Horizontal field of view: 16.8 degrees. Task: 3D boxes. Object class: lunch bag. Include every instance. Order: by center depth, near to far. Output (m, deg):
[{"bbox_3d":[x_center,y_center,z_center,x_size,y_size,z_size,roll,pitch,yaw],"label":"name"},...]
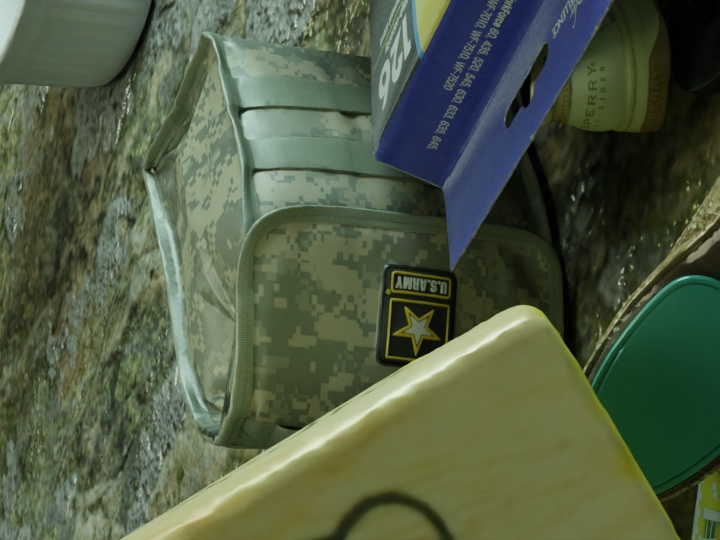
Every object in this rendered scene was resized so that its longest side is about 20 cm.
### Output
[{"bbox_3d":[0.000,0.000,1.114,0.118,0.164,0.200,120,146,-43],"label":"lunch bag"}]

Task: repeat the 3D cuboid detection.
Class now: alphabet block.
[{"bbox_3d":[0.007,0.151,0.892,0.196,0.200,0.196,59,164,0],"label":"alphabet block"}]

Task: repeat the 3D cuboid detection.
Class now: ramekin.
[{"bbox_3d":[-0.214,-0.222,1.711,0.200,0.098,0.201,-173,90,-65],"label":"ramekin"}]

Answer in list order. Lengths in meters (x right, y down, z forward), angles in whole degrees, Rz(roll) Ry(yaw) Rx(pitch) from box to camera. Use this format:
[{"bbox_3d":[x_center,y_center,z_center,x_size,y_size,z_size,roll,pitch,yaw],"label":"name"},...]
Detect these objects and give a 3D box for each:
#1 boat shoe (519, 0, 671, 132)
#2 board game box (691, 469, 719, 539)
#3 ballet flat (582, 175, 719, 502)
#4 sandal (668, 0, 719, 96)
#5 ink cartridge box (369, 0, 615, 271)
[{"bbox_3d":[0.079,-0.123,1.073,0.200,0.063,0.073,-115,22,-59],"label":"boat shoe"},{"bbox_3d":[0.182,0.107,0.858,0.200,0.029,0.135,-175,91,-65],"label":"board game box"},{"bbox_3d":[0.145,0.001,0.902,0.200,0.070,0.065,-55,-1,14],"label":"ballet flat"},{"bbox_3d":[0.154,-0.166,0.969,0.075,0.048,0.201,-119,42,-54],"label":"sandal"},{"bbox_3d":[0.048,-0.137,1.022,0.198,0.047,0.200,118,158,-50],"label":"ink cartridge box"}]
